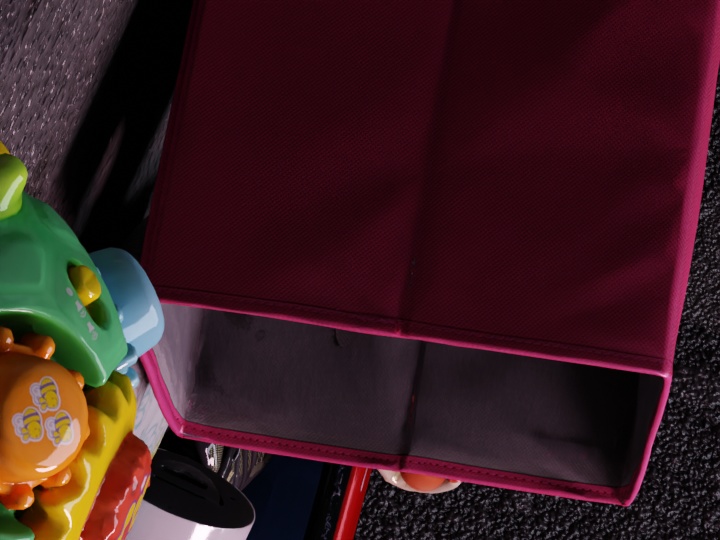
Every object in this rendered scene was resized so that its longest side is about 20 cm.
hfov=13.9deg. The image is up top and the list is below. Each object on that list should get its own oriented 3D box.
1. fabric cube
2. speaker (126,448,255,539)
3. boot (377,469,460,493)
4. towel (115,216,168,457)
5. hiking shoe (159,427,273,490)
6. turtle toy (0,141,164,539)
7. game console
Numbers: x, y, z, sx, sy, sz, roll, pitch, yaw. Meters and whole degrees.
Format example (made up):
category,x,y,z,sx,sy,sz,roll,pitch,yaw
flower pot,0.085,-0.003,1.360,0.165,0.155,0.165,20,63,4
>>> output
category,x,y,z,sx,sy,sz,roll,pitch,yaw
fabric cube,0.030,-0.039,1.150,0.196,0.199,0.200,86,12,-73
speaker,-0.124,0.185,1.421,0.200,0.081,0.081,-65,178,15
boot,0.062,0.068,1.579,0.107,0.075,0.200,-66,-171,-16
towel,-0.112,0.072,1.261,0.171,0.048,0.200,-61,172,-70
hiking shoe,-0.080,0.087,1.589,0.101,0.076,0.200,119,-4,-65
turtle toy,-0.110,0.062,0.742,0.146,0.101,0.200,-60,171,-67
game console,-0.050,0.096,1.678,0.172,0.118,0.201,89,16,-77
